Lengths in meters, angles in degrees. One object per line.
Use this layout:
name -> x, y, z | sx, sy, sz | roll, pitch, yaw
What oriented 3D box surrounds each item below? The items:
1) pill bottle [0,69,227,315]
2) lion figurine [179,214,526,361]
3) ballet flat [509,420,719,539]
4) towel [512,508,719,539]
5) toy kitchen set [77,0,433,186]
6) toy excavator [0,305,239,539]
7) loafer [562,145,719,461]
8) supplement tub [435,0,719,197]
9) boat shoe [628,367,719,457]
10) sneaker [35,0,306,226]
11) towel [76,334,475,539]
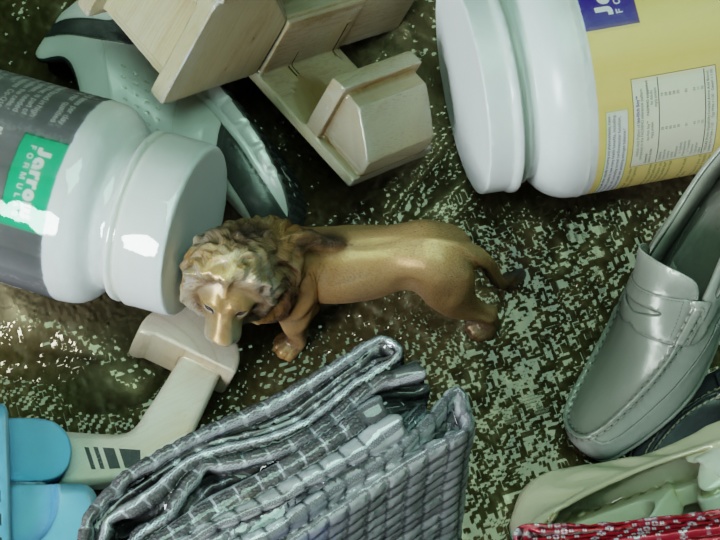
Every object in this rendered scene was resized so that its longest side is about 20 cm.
pill bottle -> -0.181, -0.047, 1.193 | 0.200, 0.113, 0.113 | 15, 67, 13
lion figurine -> 0.000, 0.000, 1.190 | 0.200, 0.123, 0.073 | -13, 68, -9
ballet flat -> 0.168, 0.121, 1.138 | 0.200, 0.069, 0.070 | -20, 66, 22
towel -> 0.175, 0.142, 1.098 | 0.200, 0.145, 0.023 | -8, 67, 5
toy kitchen set -> -0.004, -0.166, 1.195 | 0.163, 0.181, 0.200 | 49, 42, 16
toy excavator -> -0.161, 0.113, 1.161 | 0.200, 0.100, 0.195 | 3, 65, -17
loafer -> 0.169, 0.011, 1.194 | 0.200, 0.070, 0.070 | -57, 39, 1
supplement tub -> 0.153, -0.120, 1.237 | 0.200, 0.145, 0.146 | -11, 68, -8
boat shoe -> 0.230, 0.067, 1.204 | 0.200, 0.063, 0.073 | -28, 71, -14
sneaker -> -0.107, -0.083, 1.258 | 0.080, 0.074, 0.200 | -40, 69, -2
towel -> -0.042, 0.125, 1.113 | 0.200, 0.166, 0.086 | -32, 66, -15
